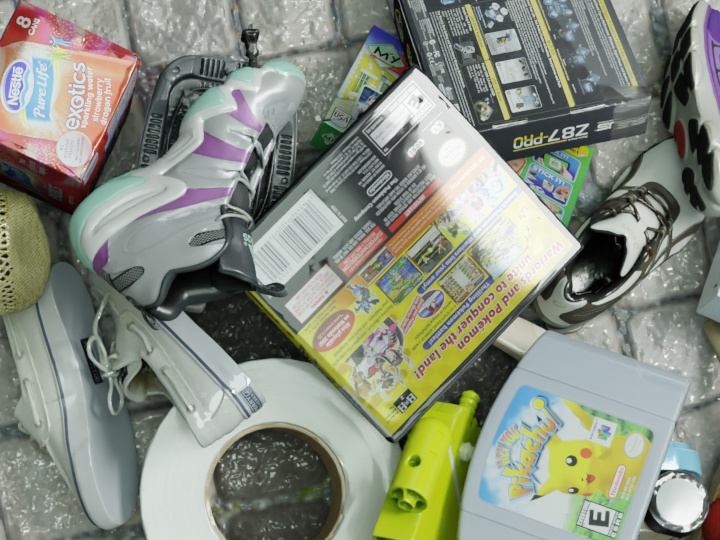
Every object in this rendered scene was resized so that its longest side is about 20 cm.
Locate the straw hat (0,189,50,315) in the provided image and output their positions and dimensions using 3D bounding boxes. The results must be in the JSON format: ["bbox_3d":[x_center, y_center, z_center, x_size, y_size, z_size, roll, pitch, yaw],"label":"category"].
[{"bbox_3d":[-0.268,-0.012,1.504,0.085,0.201,0.202,-4,85,-16],"label":"straw hat"}]

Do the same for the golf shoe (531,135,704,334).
[{"bbox_3d":[0.213,-0.030,1.604,0.078,0.094,0.200,42,80,0],"label":"golf shoe"}]

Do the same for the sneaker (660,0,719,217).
[{"bbox_3d":[0.282,-0.119,1.603,0.083,0.081,0.201,3,54,-12],"label":"sneaker"}]

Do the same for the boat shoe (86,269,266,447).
[{"bbox_3d":[-0.157,0.066,1.520,0.086,0.075,0.202,-42,53,-10],"label":"boat shoe"}]

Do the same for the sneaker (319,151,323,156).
[{"bbox_3d":[0.000,-0.001,1.576,0.115,0.081,0.200,-37,67,1],"label":"sneaker"}]

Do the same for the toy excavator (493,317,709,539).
[{"bbox_3d":[0.159,0.113,1.594,0.193,0.100,0.201,0,71,-6],"label":"toy excavator"}]

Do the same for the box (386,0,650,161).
[{"bbox_3d":[0.113,-0.177,1.584,0.160,0.049,0.201,-13,56,-7],"label":"box"}]

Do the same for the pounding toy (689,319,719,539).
[{"bbox_3d":[0.323,0.155,1.567,0.142,0.184,0.201,24,82,-16],"label":"pounding toy"}]

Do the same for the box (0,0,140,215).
[{"bbox_3d":[-0.223,-0.111,1.504,0.095,0.200,0.100,25,82,-5],"label":"box"}]

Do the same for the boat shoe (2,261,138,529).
[{"bbox_3d":[-0.223,0.098,1.557,0.070,0.071,0.201,-18,88,24],"label":"boat shoe"}]

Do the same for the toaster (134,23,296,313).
[{"bbox_3d":[-0.110,-0.072,1.546,0.113,0.129,0.201,8,80,-7],"label":"toaster"}]

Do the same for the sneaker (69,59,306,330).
[{"bbox_3d":[-0.085,-0.039,1.420,0.200,0.078,0.140,-43,64,-3],"label":"sneaker"}]

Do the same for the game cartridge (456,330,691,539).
[{"bbox_3d":[0.147,0.145,1.512,0.133,0.041,0.201,17,66,14],"label":"game cartridge"}]

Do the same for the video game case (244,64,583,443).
[{"bbox_3d":[0.029,-0.012,1.483,0.200,0.025,0.181,-45,98,-9],"label":"video game case"}]

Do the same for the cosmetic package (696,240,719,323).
[{"bbox_3d":[0.363,-0.029,1.623,0.150,0.052,0.201,26,68,-6],"label":"cosmetic package"}]

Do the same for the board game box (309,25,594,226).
[{"bbox_3d":[0.072,-0.093,1.587,0.199,0.029,0.135,29,43,-4],"label":"board game box"}]

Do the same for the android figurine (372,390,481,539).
[{"bbox_3d":[0.052,0.180,1.530,0.041,0.183,0.201,9,50,19],"label":"android figurine"}]

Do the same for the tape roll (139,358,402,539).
[{"bbox_3d":[-0.065,0.167,1.562,0.201,0.071,0.204,1,84,-7],"label":"tape roll"}]
